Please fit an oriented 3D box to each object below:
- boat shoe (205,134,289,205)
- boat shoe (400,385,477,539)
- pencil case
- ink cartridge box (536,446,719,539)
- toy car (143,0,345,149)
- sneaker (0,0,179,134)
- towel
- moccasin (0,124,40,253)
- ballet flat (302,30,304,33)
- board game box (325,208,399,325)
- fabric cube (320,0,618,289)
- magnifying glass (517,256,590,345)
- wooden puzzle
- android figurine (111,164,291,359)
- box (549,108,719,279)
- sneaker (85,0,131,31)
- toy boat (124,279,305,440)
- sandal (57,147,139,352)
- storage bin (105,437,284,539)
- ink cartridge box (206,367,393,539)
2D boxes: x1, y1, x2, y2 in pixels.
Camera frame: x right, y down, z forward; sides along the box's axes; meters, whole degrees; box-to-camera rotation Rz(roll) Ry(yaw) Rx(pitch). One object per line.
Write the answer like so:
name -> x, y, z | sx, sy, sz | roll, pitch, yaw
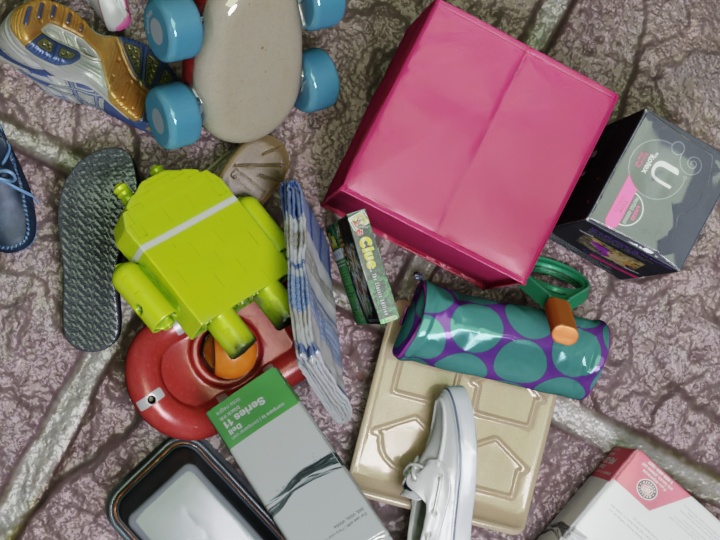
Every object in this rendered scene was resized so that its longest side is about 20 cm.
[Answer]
boat shoe -> -0.149, -0.053, 1.634 | 0.200, 0.063, 0.073 | -44, 109, -4
boat shoe -> 0.071, 0.209, 1.591 | 0.065, 0.074, 0.200 | 4, 82, -12
pencil case -> 0.137, 0.066, 1.611 | 0.200, 0.092, 0.085 | 14, 105, -8
ink cartridge box -> 0.253, 0.296, 1.655 | 0.146, 0.085, 0.200 | 42, 81, -4
toy car -> -0.144, -0.237, 1.600 | 0.184, 0.200, 0.177 | -17, 131, -27
sneaker -> -0.262, -0.193, 1.619 | 0.200, 0.088, 0.075 | 34, 61, -26
towel -> -0.040, 0.030, 1.561 | 0.024, 0.147, 0.200 | -12, 57, 9
moccasin -> -0.373, -0.109, 1.597 | 0.080, 0.068, 0.200 | -26, 91, -8
ballet flat -> -0.103, -0.326, 1.651 | 0.075, 0.068, 0.200 | -40, 99, -29
board game box -> 0.000, 0.000, 1.575 | 0.023, 0.200, 0.105 | -20, 91, -7
fabric cube -> 0.098, -0.113, 1.595 | 0.200, 0.196, 0.200 | 27, 84, -6
magnifying glass -> 0.188, 0.026, 1.603 | 0.079, 0.200, 0.022 | 16, 110, -4
wooden puzzle -> 0.095, 0.146, 1.663 | 0.185, 0.046, 0.200 | 15, 81, -7
android figurine -> -0.147, -0.015, 1.542 | 0.200, 0.041, 0.182 | 48, 51, 9
box -> 0.262, -0.070, 1.612 | 0.106, 0.200, 0.122 | 29, 84, -6
sneaker -> -0.302, -0.301, 1.614 | 0.088, 0.081, 0.200 | -41, 85, -6
toy boat -> -0.129, 0.078, 1.590 | 0.200, 0.131, 0.131 | -33, 92, -8
sandal -> -0.259, -0.022, 1.627 | 0.076, 0.043, 0.200 | 9, 96, 0
storage bin -> -0.149, 0.265, 1.578 | 0.146, 0.134, 0.200 | -42, 92, -7
ink cartridge box -> -0.046, 0.210, 1.549 | 0.083, 0.147, 0.200 | -33, 61, -6
